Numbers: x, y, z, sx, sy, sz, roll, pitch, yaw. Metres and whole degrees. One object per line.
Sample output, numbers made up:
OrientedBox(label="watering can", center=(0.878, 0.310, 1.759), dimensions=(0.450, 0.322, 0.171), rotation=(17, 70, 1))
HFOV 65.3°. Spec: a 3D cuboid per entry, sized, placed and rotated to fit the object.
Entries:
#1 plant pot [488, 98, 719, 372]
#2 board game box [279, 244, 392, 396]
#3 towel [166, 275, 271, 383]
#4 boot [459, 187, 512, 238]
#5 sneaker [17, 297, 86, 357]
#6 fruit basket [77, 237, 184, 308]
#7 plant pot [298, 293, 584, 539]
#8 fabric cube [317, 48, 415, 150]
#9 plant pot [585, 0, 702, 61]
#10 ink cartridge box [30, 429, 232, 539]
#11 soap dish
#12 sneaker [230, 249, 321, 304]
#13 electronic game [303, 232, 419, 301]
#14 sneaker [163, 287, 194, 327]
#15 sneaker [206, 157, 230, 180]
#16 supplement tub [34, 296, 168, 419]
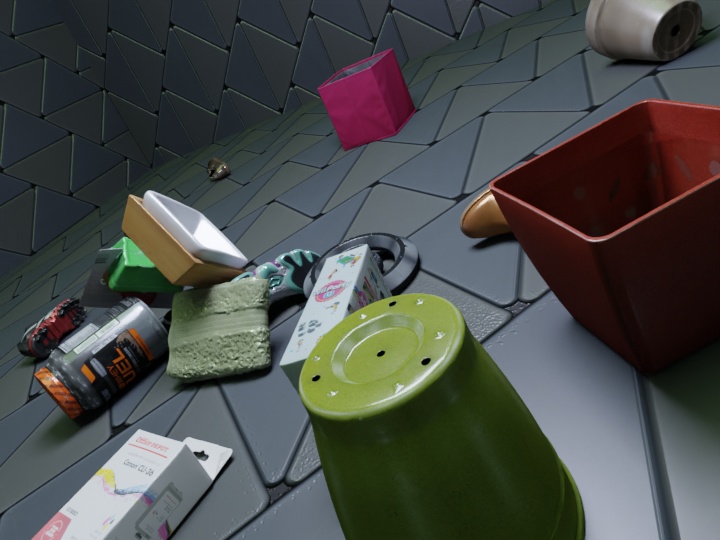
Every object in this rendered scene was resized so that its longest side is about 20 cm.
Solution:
OrientedBox(label="plant pot", center=(0.273, -0.030, 0.540), dimensions=(0.197, 0.178, 0.200), rotation=(-28, 25, -1))
OrientedBox(label="board game box", center=(-0.002, 0.088, 0.625), dimensions=(0.063, 0.149, 0.201), rotation=(-18, 26, 22))
OrientedBox(label="towel", center=(-0.221, 0.092, 0.865), dimensions=(0.197, 0.152, 0.036), rotation=(-10, -14, 26))
OrientedBox(label="boot", center=(0.240, -0.071, 0.782), dimensions=(0.197, 0.074, 0.156), rotation=(-24, 29, 14))
OrientedBox(label="sneaker", center=(-0.748, 0.137, 1.359), dimensions=(0.096, 0.072, 0.202), rotation=(-15, 29, 19))
OrientedBox(label="fruit basket", center=(-0.417, 0.016, 1.061), dimensions=(0.183, 0.095, 0.200), rotation=(4, -29, -36))
OrientedBox(label="plant pot", center=(0.048, 0.131, 0.434), dimensions=(0.197, 0.195, 0.201), rotation=(-22, 24, 10))
OrientedBox(label="fabric cube", center=(0.022, -0.514, 1.694), dimensions=(0.197, 0.202, 0.197), rotation=(-9, 30, 32))
OrientedBox(label="plant pot", center=(0.611, -0.531, 1.186), dimensions=(0.197, 0.202, 0.175), rotation=(-26, 40, 0))
OrientedBox(label="ink cartridge box", center=(-0.254, 0.256, 0.643), dimensions=(0.115, 0.068, 0.200), rotation=(-3, 34, 41))
OrientedBox(label="soap dish", center=(-0.287, -0.041, 0.930), dimensions=(0.081, 0.157, 0.200), rotation=(-48, -11, 4))
OrientedBox(label="sneaker", center=(-0.165, 0.025, 0.996), dimensions=(0.197, 0.079, 0.139), rotation=(-18, -2, -32))
OrientedBox(label="electronic game", center=(0.000, 0.000, 0.914), dimensions=(0.196, 0.042, 0.201), rotation=(-15, 31, 9))
OrientedBox(label="sneaker", center=(-0.302, 0.045, 1.079), dimensions=(0.197, 0.084, 0.072), rotation=(-20, 25, 15))
OrientedBox(label="sneaker", center=(-0.582, -0.399, 2.227), dimensions=(0.075, 0.071, 0.199), rotation=(-37, 26, -20))
OrientedBox(label="supplement tub", center=(-0.441, 0.149, 0.969), dimensions=(0.121, 0.124, 0.200), rotation=(4, 39, 48))
